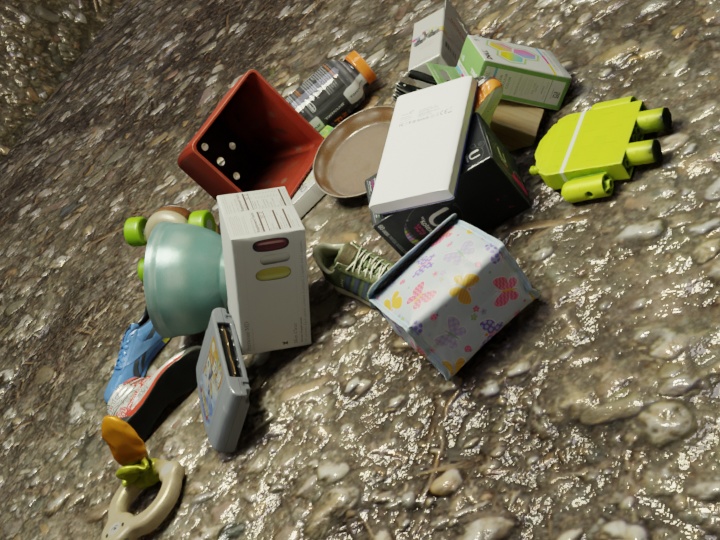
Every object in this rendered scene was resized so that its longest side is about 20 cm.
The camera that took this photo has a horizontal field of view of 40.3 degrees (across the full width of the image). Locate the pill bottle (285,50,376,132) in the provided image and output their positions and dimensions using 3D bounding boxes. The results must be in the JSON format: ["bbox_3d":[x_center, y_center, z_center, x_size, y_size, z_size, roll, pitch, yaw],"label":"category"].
[{"bbox_3d":[-0.064,-0.338,1.915,0.200,0.106,0.106,-41,32,3],"label":"pill bottle"}]

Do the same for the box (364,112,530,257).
[{"bbox_3d":[0.123,-0.112,1.414,0.200,0.122,0.106,-30,43,20],"label":"box"}]

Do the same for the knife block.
[{"bbox_3d":[0.155,-0.251,1.503,0.200,0.176,0.064,-12,43,39],"label":"knife block"}]

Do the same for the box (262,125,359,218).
[{"bbox_3d":[-0.094,-0.180,1.824,0.200,0.036,0.144,-44,32,-6],"label":"box"}]

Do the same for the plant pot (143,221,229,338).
[{"bbox_3d":[-0.268,0.014,1.664,0.134,0.200,0.200,-1,44,10],"label":"plant pot"}]

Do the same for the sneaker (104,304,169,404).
[{"bbox_3d":[-0.408,0.144,1.745,0.066,0.078,0.200,4,56,47],"label":"sneaker"}]

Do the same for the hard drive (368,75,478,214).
[{"bbox_3d":[0.090,-0.177,1.379,0.132,0.025,0.200,-10,53,37],"label":"hard drive"}]

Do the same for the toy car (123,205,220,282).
[{"bbox_3d":[-0.320,-0.075,1.858,0.164,0.158,0.200,-4,27,19],"label":"toy car"}]

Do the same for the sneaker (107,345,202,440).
[{"bbox_3d":[-0.341,0.187,1.628,0.201,0.067,0.108,-49,35,-5],"label":"sneaker"}]

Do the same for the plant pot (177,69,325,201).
[{"bbox_3d":[-0.222,-0.215,1.809,0.176,0.200,0.200,-9,43,56],"label":"plant pot"}]

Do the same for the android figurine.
[{"bbox_3d":[0.324,-0.169,1.349,0.200,0.041,0.182,-9,45,41],"label":"android figurine"}]

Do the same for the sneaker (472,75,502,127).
[{"bbox_3d":[0.166,-0.201,1.459,0.200,0.092,0.076,-55,30,39],"label":"sneaker"}]

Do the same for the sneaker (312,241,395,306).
[{"bbox_3d":[0.000,0.000,1.455,0.200,0.090,0.067,11,59,52],"label":"sneaker"}]

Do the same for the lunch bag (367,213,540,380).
[{"bbox_3d":[0.105,0.022,1.286,0.170,0.127,0.200,-42,25,-2],"label":"lunch bag"}]

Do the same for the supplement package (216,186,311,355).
[{"bbox_3d":[-0.147,-0.001,1.491,0.111,0.200,0.156,-9,30,-12],"label":"supplement package"}]

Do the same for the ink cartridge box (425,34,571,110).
[{"bbox_3d":[0.210,-0.309,1.501,0.104,0.200,0.059,-105,27,-55],"label":"ink cartridge box"}]

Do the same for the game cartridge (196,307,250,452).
[{"bbox_3d":[-0.209,0.167,1.467,0.133,0.041,0.200,-66,28,28],"label":"game cartridge"}]

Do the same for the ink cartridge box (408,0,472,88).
[{"bbox_3d":[0.147,-0.376,1.718,0.068,0.115,0.200,-23,36,28],"label":"ink cartridge box"}]

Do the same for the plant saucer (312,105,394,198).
[{"bbox_3d":[0.010,-0.200,1.707,0.200,0.032,0.200,-17,49,21],"label":"plant saucer"}]

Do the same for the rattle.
[{"bbox_3d":[-0.349,0.334,1.402,0.130,0.143,0.200,9,50,30],"label":"rattle"}]
